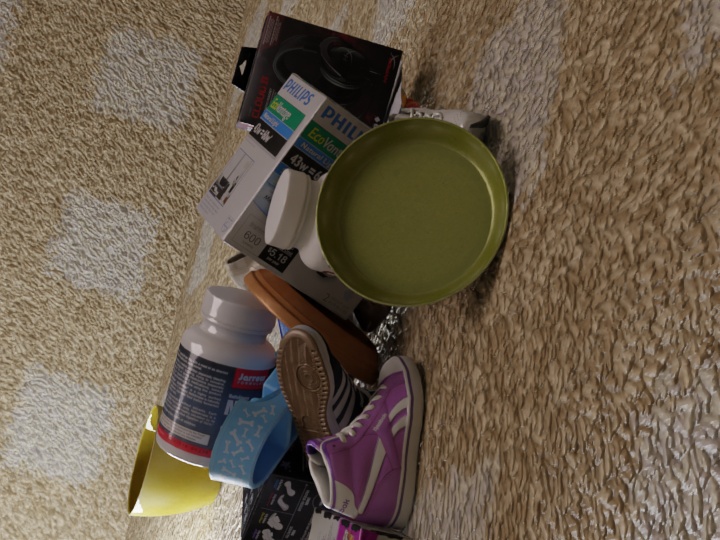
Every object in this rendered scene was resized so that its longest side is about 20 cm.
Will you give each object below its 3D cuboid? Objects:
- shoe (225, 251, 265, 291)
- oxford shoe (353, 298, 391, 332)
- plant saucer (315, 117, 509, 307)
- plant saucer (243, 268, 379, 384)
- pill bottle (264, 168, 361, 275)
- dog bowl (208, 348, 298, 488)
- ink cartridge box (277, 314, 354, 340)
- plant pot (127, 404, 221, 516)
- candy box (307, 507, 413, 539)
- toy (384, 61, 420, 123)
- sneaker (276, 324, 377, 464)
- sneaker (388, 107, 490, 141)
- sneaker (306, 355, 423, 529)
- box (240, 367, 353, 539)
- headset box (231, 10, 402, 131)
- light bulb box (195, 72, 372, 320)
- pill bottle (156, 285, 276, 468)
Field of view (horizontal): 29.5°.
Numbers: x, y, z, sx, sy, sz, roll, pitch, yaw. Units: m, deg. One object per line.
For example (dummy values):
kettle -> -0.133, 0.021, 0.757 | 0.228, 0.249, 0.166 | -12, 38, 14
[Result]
shoe -> -0.080, -0.043, 1.717 | 0.200, 0.053, 0.070 | -36, 19, 0
oxford shoe -> 0.000, 0.000, 1.726 | 0.200, 0.071, 0.073 | -99, 23, -57
plant saucer -> 0.054, -0.057, 1.390 | 0.031, 0.200, 0.200 | 44, -123, -70
plant saucer -> -0.051, 0.059, 1.629 | 0.037, 0.200, 0.200 | -50, 17, 4
pill bottle -> 0.003, -0.044, 1.486 | 0.112, 0.200, 0.112 | -165, 90, -75
dog bowl -> -0.099, 0.165, 1.549 | 0.200, 0.050, 0.112 | -52, -21, -41
ink cartridge box -> -0.069, 0.048, 1.832 | 0.200, 0.076, 0.137 | -165, 64, -77
plant pot -> -0.323, 0.354, 2.449 | 0.200, 0.142, 0.200 | -164, 90, -75
candy box -> -0.013, 0.331, 1.442 | 0.200, 0.061, 0.137 | 170, 114, -74
toy -> 0.052, -0.190, 1.770 | 0.200, 0.047, 0.115 | -93, 19, -64
sneaker -> -0.026, 0.128, 1.516 | 0.108, 0.070, 0.200 | -41, -51, -42
sneaker -> 0.081, -0.147, 1.524 | 0.075, 0.087, 0.200 | -69, 15, -6
sneaker -> 0.003, 0.167, 1.448 | 0.073, 0.114, 0.201 | 120, 161, -50
box -> -0.074, 0.229, 1.678 | 0.200, 0.115, 0.132 | -92, 20, -52
headset box -> -0.063, -0.235, 1.755 | 0.077, 0.200, 0.149 | 177, 109, -82
light bulb box -> -0.047, -0.086, 1.595 | 0.200, 0.198, 0.125 | -54, 31, 4
pill bottle -> -0.167, 0.127, 1.652 | 0.120, 0.119, 0.200 | -128, 52, -73
